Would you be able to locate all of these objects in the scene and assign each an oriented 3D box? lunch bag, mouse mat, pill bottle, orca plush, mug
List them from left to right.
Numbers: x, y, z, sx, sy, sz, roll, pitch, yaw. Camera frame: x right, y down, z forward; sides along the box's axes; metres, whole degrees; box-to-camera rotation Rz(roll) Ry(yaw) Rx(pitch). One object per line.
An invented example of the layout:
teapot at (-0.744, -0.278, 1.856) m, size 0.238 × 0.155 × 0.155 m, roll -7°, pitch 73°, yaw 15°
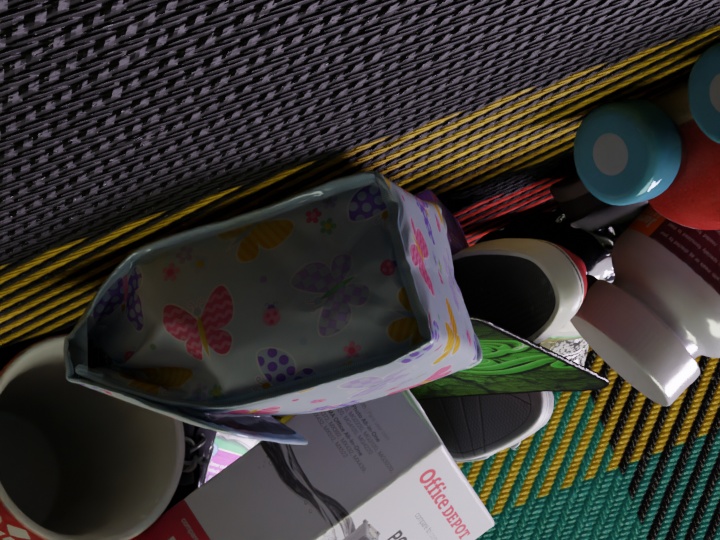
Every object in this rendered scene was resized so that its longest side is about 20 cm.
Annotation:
mug at (-0.229, 0.113, 1.480) m, size 0.200 × 0.177 × 0.134 m, roll -25°, pitch -142°, yaw 62°
lunch bag at (-0.048, 0.032, 1.266) m, size 0.200 × 0.127 × 0.170 m, roll -15°, pitch 172°, yaw 10°
mouse mat at (0.038, 0.058, 1.452) m, size 0.200 × 0.008 × 0.161 m, roll -8°, pitch 157°, yaw 40°
orca plush at (0.172, -0.021, 1.692) m, size 0.200 × 0.105 × 0.071 m, roll 6°, pitch 124°, yaw -17°
pill bottle at (0.237, -0.013, 1.505) m, size 0.200 × 0.110 × 0.110 m, roll -46°, pitch 175°, yaw -6°

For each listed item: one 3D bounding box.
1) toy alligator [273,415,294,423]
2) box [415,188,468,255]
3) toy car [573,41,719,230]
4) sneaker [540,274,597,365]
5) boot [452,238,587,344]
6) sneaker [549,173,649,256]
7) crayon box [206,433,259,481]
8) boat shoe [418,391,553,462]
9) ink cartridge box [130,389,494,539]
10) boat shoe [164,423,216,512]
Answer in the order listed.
toy alligator at (-0.056, 0.104, 1.578) m, size 0.054 × 0.200 × 0.059 m, roll -20°, pitch -151°, yaw 4°
box at (0.000, 0.000, 1.488) m, size 0.137 × 0.039 × 0.200 m, roll -23°, pitch 173°, yaw 6°
toy car at (0.259, -0.032, 1.344) m, size 0.177 × 0.200 × 0.184 m, roll -27°, pitch 170°, yaw 42°
sneaker at (0.080, 0.057, 1.624) m, size 0.200 × 0.089 × 0.077 m, roll -4°, pitch -149°, yaw -6°
boot at (0.115, 0.005, 1.485) m, size 0.144 × 0.073 × 0.200 m, roll -22°, pitch 179°, yaw -32°
sneaker at (0.199, -0.026, 1.590) m, size 0.075 × 0.106 × 0.200 m, roll -23°, pitch 173°, yaw 22°
crayon box at (-0.103, 0.160, 1.631) m, size 0.200 × 0.173 × 0.058 m, roll 22°, pitch 180°, yaw -45°
boat shoe at (0.061, 0.101, 1.591) m, size 0.065 × 0.075 × 0.202 m, roll -4°, pitch 167°, yaw -45°
ink cartridge box at (-0.026, 0.167, 1.464) m, size 0.200 × 0.083 × 0.145 m, roll -36°, pitch 148°, yaw -2°
boat shoe at (-0.118, 0.128, 1.521) m, size 0.073 × 0.200 × 0.063 m, roll 4°, pitch -167°, yaw -40°
